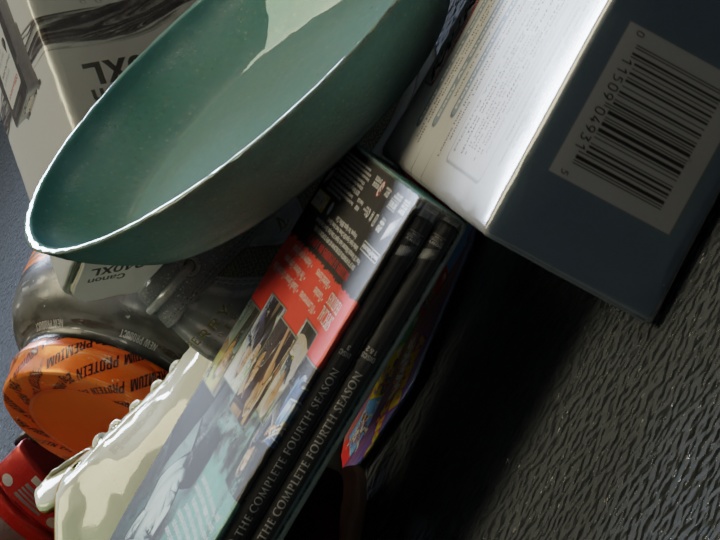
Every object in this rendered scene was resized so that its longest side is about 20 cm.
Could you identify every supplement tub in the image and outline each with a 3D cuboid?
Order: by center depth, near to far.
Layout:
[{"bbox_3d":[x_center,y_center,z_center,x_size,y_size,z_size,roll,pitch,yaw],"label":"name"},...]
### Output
[{"bbox_3d":[-0.081,-0.010,1.342,0.123,0.122,0.200,-43,23,60],"label":"supplement tub"}]

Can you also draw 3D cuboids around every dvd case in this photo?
[{"bbox_3d":[-0.036,0.055,0.976,0.200,0.022,0.146,-58,13,3],"label":"dvd case"}]

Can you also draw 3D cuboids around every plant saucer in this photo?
[{"bbox_3d":[-0.035,-0.065,1.072,0.200,0.036,0.200,-37,20,16],"label":"plant saucer"}]

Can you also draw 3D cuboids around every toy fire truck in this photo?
[{"bbox_3d":[-0.154,0.105,1.487,0.141,0.049,0.200,-46,1,27],"label":"toy fire truck"}]

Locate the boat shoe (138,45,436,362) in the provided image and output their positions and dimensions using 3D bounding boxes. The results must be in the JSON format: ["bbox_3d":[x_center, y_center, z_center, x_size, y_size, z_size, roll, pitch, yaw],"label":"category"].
[{"bbox_3d":[-0.025,-0.042,1.133,0.074,0.065,0.202,-40,21,47],"label":"boat shoe"}]

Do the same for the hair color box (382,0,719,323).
[{"bbox_3d":[0.068,-0.055,0.938,0.099,0.061,0.200,-61,12,4],"label":"hair color box"}]

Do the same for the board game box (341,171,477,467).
[{"bbox_3d":[0.000,0.000,1.160,0.200,0.039,0.158,-67,12,-21],"label":"board game box"}]

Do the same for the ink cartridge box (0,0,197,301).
[{"bbox_3d":[-0.083,-0.102,1.265,0.200,0.145,0.083,68,154,22],"label":"ink cartridge box"}]

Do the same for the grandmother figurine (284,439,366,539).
[{"bbox_3d":[-0.021,0.106,0.984,0.200,0.060,0.122,-102,14,-69],"label":"grandmother figurine"}]

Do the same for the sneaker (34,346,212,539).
[{"bbox_3d":[-0.087,0.074,1.225,0.200,0.085,0.073,-65,-23,-16],"label":"sneaker"}]
